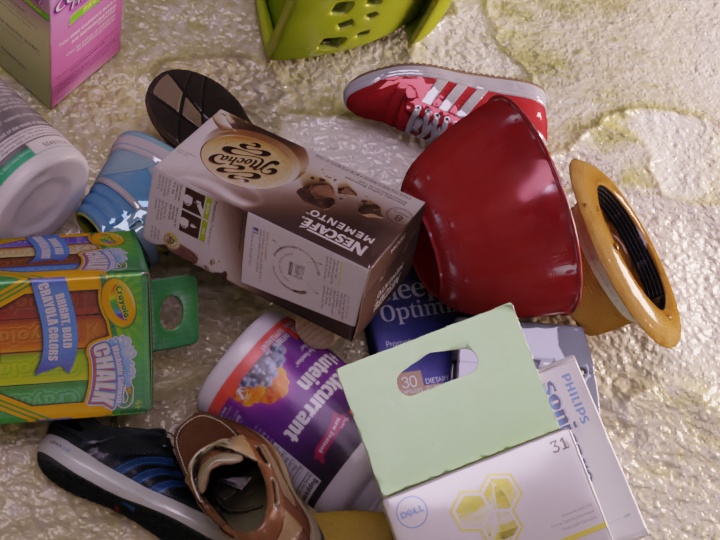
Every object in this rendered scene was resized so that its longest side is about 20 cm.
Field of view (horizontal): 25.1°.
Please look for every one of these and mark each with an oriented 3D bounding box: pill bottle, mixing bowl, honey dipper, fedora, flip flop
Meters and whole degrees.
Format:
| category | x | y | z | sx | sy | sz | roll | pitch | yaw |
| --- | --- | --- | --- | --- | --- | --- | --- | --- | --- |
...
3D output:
| category | x | y | z | sx | sy | sz | roll | pitch | yaw |
| --- | --- | --- | --- | --- | --- | --- | --- | --- | --- |
| pill bottle | -0.029 | 0.134 | 1.352 | 0.200 | 0.112 | 0.111 | 38 | 65 | 8 |
| mixing bowl | 0.099 | -0.038 | 1.383 | 0.108 | 0.200 | 0.201 | -20 | 70 | -11 |
| honey dipper | 0.000 | 0.000 | 1.396 | 0.038 | 0.038 | 0.200 | 31 | 38 | 5 |
| fedora | 0.213 | -0.004 | 1.457 | 0.082 | 0.200 | 0.201 | -30 | 69 | 20 |
| flip flop | -0.115 | -0.105 | 1.482 | 0.200 | 0.058 | 0.081 | 35 | 58 | -10 |
| pill bottle | -0.340 | -0.117 | 1.405 | 0.200 | 0.113 | 0.113 | 42 | 65 | 17 |

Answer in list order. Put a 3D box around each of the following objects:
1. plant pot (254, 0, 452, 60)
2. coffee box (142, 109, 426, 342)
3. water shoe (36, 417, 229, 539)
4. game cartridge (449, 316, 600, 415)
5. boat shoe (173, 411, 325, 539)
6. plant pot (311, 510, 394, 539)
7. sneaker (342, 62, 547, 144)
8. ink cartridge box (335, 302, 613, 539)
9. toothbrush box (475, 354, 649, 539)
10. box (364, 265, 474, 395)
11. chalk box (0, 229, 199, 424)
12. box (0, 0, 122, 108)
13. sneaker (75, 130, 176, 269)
| category | x | y | z | sx | sy | sz | roll | pitch | yaw |
| --- | --- | --- | --- | --- | --- | --- | --- | --- | --- |
| plant pot | 0.003 | -0.330 | 1.531 | 0.180 | 0.199 | 0.201 | -3 | 65 | -19 |
| coffee box | -0.062 | -0.039 | 1.324 | 0.199 | 0.080 | 0.113 | 26 | 39 | 14 |
| water shoe | -0.167 | 0.168 | 1.334 | 0.199 | 0.072 | 0.079 | 27 | 62 | 2 |
| game cartridge | 0.140 | 0.144 | 1.401 | 0.132 | 0.040 | 0.201 | 5 | 78 | -5 |
| boat shoe | -0.094 | 0.160 | 1.237 | 0.076 | 0.074 | 0.200 | -43 | 38 | -6 |
| plant pot | 0.000 | 0.294 | 1.248 | 0.199 | 0.195 | 0.196 | 19 | 63 | 14 |
| sneaker | 0.084 | -0.126 | 1.515 | 0.199 | 0.071 | 0.113 | 3 | 62 | -11 |
| ink cartridge box | 0.081 | 0.139 | 1.153 | 0.145 | 0.048 | 0.201 | -20 | 85 | -3 |
| toothbrush box | 0.135 | 0.160 | 1.277 | 0.085 | 0.200 | 0.147 | -21 | 84 | -13 |
| box | 0.058 | 0.024 | 1.464 | 0.120 | 0.032 | 0.201 | -8 | 66 | -14 |
| chalk box | -0.230 | 0.043 | 1.325 | 0.199 | 0.124 | 0.126 | -4 | 108 | -11 |
| box | -0.305 | -0.276 | 1.441 | 0.176 | 0.200 | 0.097 | 40 | 65 | 10 |
| sneaker | -0.159 | -0.027 | 1.423 | 0.199 | 0.080 | 0.131 | 26 | 61 | 13 |
